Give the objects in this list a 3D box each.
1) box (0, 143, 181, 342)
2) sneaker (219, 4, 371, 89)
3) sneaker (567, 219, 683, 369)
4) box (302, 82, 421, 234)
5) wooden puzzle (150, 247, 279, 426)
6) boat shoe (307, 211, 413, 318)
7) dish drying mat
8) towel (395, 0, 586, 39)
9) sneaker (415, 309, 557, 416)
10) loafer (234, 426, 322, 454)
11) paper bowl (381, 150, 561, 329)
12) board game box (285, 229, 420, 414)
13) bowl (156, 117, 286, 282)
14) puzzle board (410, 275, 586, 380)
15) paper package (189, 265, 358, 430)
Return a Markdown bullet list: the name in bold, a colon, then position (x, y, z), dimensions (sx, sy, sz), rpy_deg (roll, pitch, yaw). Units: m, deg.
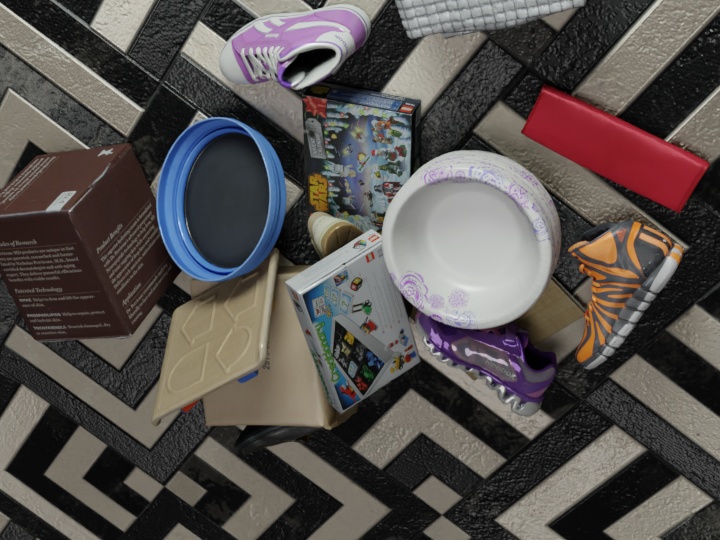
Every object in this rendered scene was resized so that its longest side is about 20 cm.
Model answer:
- **box**: position (-0.364, -0.034, 1.746), dimensions (0.164, 0.166, 0.200), rpy_deg (-4, 123, 28)
- **sneaker**: position (-0.095, -0.240, 1.503), dimensions (0.200, 0.114, 0.073), rpy_deg (-14, 120, 33)
- **sneaker**: position (0.282, 0.018, 1.561), dimensions (0.112, 0.078, 0.200), rpy_deg (32, 121, 4)
- **box**: position (0.001, -0.122, 1.596), dimensions (0.137, 0.040, 0.200), rpy_deg (12, 129, 17)
- **wooden puzzle**: position (-0.167, 0.086, 1.618), dimensions (0.200, 0.185, 0.046), rpy_deg (-32, 124, 29)
- **boat shoe**: position (0.000, 0.000, 1.636), dimensions (0.065, 0.072, 0.200), rpy_deg (39, 172, 48)
- **dish drying mat**: position (0.280, -0.136, 1.474), dimensions (0.200, 0.018, 0.077), rpy_deg (26, 132, 3)
- **towel**: position (0.122, -0.331, 1.357), dimensions (0.200, 0.086, 0.166), rpy_deg (-8, 123, 27)
- **sneaker**: position (0.162, 0.091, 1.645), dimensions (0.200, 0.081, 0.089), rpy_deg (34, 125, -8)
- **loafer**: position (-0.100, 0.221, 1.883), dimensions (0.072, 0.073, 0.200), rpy_deg (45, 131, -16)
- **paper bowl**: position (0.132, -0.041, 1.540), dimensions (0.200, 0.104, 0.201), rpy_deg (7, 114, 16)
- **board game box**: position (-0.005, 0.064, 1.600), dimensions (0.035, 0.126, 0.200), rpy_deg (37, 152, 47)
- **bowl**: position (-0.170, -0.087, 1.633), dimensions (0.200, 0.039, 0.201), rpy_deg (-1, 88, 39)
- **puzzle board**: position (0.161, 0.043, 1.665), dimensions (0.151, 0.017, 0.200), rpy_deg (45, 129, -11)
- **paper package**: position (-0.112, 0.098, 1.722), dimensions (0.190, 0.103, 0.200), rpy_deg (-3, 96, 26)
